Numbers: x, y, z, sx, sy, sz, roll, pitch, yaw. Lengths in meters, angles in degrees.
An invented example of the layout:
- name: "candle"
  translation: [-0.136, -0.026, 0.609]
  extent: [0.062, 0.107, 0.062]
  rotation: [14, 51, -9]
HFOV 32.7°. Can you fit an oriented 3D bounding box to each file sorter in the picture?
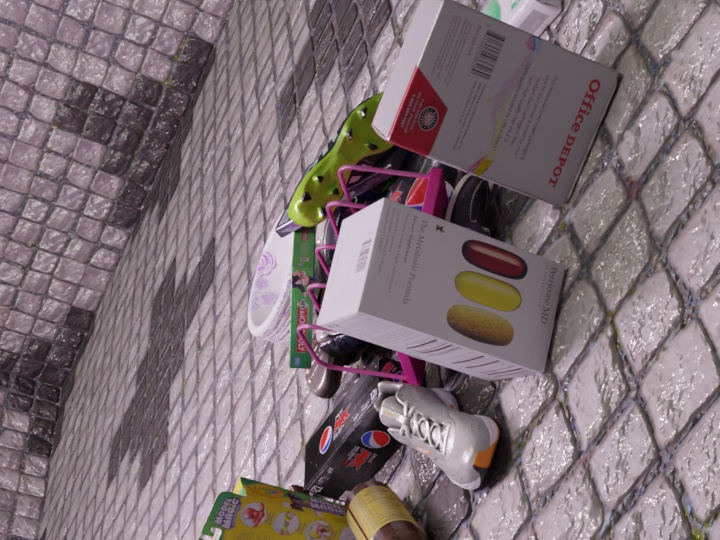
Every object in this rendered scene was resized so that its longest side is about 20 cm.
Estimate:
- name: "file sorter"
  translation: [0.018, 0.003, 1.337]
  extent: [0.139, 0.124, 0.202]
  rotation: [68, -148, -64]

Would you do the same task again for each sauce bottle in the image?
- name: "sauce bottle"
  translation: [0.035, 0.282, 1.259]
  extent: [0.065, 0.064, 0.200]
  rotation: [-68, 20, 9]

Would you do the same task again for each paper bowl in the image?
- name: "paper bowl"
  translation: [-0.081, 0.012, 1.770]
  extent: [0.201, 0.104, 0.202]
  rotation: [-53, 27, 41]

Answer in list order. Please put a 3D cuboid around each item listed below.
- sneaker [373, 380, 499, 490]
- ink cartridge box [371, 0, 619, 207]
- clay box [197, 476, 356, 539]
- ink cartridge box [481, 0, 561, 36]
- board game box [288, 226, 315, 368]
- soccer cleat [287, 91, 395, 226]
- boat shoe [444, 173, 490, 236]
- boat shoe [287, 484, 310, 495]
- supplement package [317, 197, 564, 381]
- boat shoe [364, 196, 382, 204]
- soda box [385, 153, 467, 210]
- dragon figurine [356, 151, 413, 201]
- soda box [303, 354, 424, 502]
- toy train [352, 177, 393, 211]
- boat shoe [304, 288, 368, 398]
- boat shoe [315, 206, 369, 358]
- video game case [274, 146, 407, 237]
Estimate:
- name: "sneaker"
  translation: [0.068, 0.162, 1.239]
  extent: [0.076, 0.091, 0.200]
  rotation: [-71, 19, 2]
- name: "ink cartridge box"
  translation: [0.131, -0.168, 1.213]
  extent: [0.149, 0.198, 0.086]
  rotation: [-67, 19, 10]
- name: "clay box"
  translation: [-0.086, 0.304, 1.365]
  extent: [0.116, 0.198, 0.048]
  rotation: [-65, 20, 15]
- name: "ink cartridge box"
  translation: [0.179, -0.339, 1.477]
  extent: [0.161, 0.050, 0.202]
  rotation: [-47, 32, 49]
- name: "board game box"
  translation: [-0.072, 0.017, 1.549]
  extent: [0.200, 0.029, 0.136]
  rotation: [-92, 5, -65]
- name: "soccer cleat"
  translation: [-0.018, -0.133, 1.442]
  extent: [0.200, 0.067, 0.081]
  rotation: [-50, 14, -15]
- name: "boat shoe"
  translation: [0.123, -0.015, 1.339]
  extent: [0.062, 0.073, 0.202]
  rotation: [2, 61, 25]
- name: "boat shoe"
  translation: [-0.124, 0.372, 1.594]
  extent: [0.202, 0.073, 0.076]
  rotation: [-68, 20, 9]
- name: "supplement package"
  translation: [0.078, 0.023, 1.178]
  extent: [0.109, 0.198, 0.115]
  rotation: [-22, 52, 66]
- name: "boat shoe"
  translation: [0.023, -0.015, 1.557]
  extent: [0.065, 0.073, 0.201]
  rotation: [-52, 25, 33]
- name: "soda box"
  translation: [0.091, -0.106, 1.449]
  extent: [0.201, 0.063, 0.071]
  rotation: [-56, 24, 38]
- name: "dragon figurine"
  translation: [0.078, -0.149, 1.537]
  extent: [0.199, 0.059, 0.100]
  rotation: [-34, 36, 29]
- name: "soda box"
  translation: [0.002, 0.188, 1.438]
  extent: [0.200, 0.063, 0.071]
  rotation: [-53, 25, 40]
- name: "toy train"
  translation: [0.006, -0.086, 1.662]
  extent: [0.201, 0.042, 0.056]
  rotation: [-57, -15, -6]
- name: "boat shoe"
  translation: [-0.020, 0.083, 1.586]
  extent: [0.075, 0.073, 0.201]
  rotation: [-47, 24, 44]
- name: "boat shoe"
  translation: [0.000, 0.000, 1.471]
  extent: [0.092, 0.074, 0.202]
  rotation: [-22, 60, 41]
- name: "video game case"
  translation: [-0.013, -0.126, 1.529]
  extent: [0.199, 0.019, 0.143]
  rotation: [-26, 27, 36]
